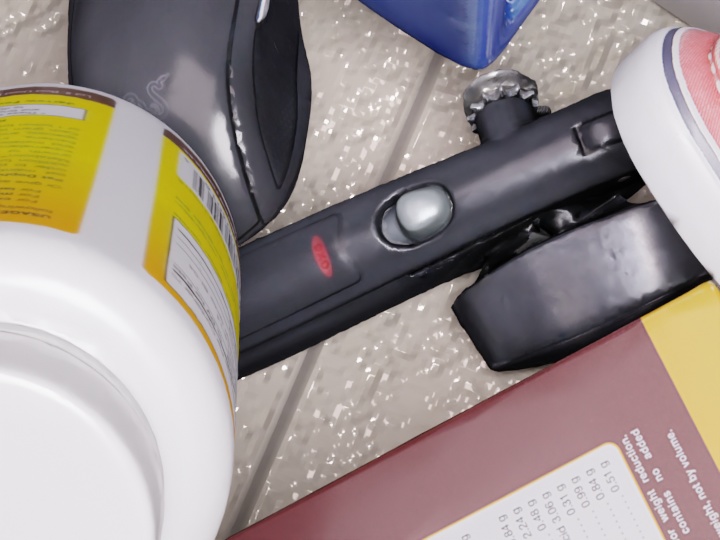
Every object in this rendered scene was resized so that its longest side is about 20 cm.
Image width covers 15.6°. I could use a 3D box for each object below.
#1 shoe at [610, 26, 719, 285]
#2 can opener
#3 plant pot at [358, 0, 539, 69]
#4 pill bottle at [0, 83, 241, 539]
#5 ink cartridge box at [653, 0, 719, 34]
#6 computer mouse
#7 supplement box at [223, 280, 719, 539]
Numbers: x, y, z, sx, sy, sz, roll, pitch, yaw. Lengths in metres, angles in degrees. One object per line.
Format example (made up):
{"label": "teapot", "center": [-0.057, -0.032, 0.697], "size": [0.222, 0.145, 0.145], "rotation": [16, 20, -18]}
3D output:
{"label": "shoe", "center": [0.159, -0.009, 0.650], "size": [0.091, 0.200, 0.072], "rotation": [-37, 24, 35]}
{"label": "can opener", "center": [0.000, 0.000, 0.765], "size": [0.199, 0.063, 0.079], "rotation": [-19, 69, 11]}
{"label": "plant pot", "center": [0.010, -0.211, 0.725], "size": [0.179, 0.200, 0.200], "rotation": [27, 65, 16]}
{"label": "pill bottle", "center": [-0.085, 0.027, 0.653], "size": [0.109, 0.200, 0.110], "rotation": [0, 107, -1]}
{"label": "ink cartridge box", "center": [0.185, -0.135, 0.738], "size": [0.146, 0.083, 0.200], "rotation": [37, 87, 24]}
{"label": "computer mouse", "center": [-0.079, -0.091, 0.804], "size": [0.140, 0.046, 0.201], "rotation": [-8, 59, 25]}
{"label": "supplement box", "center": [0.054, 0.149, 0.662], "size": [0.200, 0.133, 0.198], "rotation": [-28, 67, 7]}
